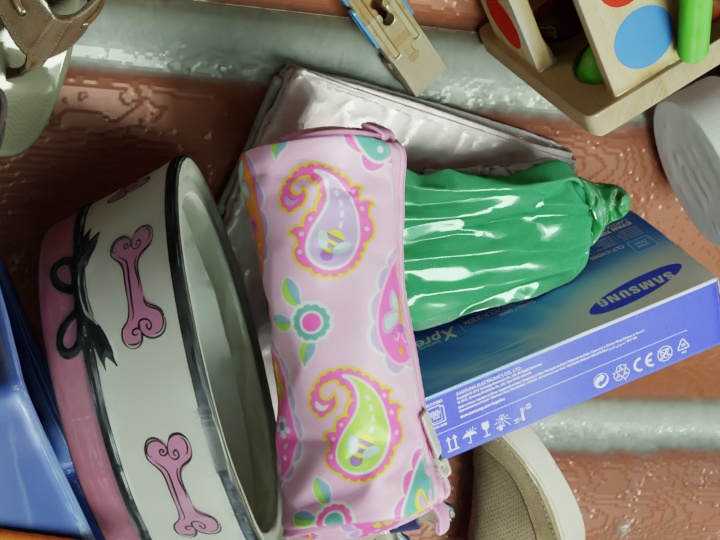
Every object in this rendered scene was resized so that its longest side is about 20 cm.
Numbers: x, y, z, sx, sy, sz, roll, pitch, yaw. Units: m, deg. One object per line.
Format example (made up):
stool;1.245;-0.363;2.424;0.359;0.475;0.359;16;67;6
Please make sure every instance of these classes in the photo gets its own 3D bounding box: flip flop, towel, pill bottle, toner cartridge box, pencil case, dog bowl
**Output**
flip flop;-0.144;-0.144;1.072;0.081;0.058;0.200;18;106;-35
towel;0.000;0.000;1.241;0.191;0.032;0.200;17;108;-31
pill bottle;0.269;-0.093;1.274;0.200;0.110;0.110;-25;125;-12
toner cartridge box;0.082;0.037;1.224;0.200;0.095;0.043;-22;123;-16
pencil case;-0.007;0.031;1.110;0.087;0.087;0.200;-7;88;-23
dog bowl;-0.093;0.050;1.101;0.074;0.200;0.200;-14;124;4

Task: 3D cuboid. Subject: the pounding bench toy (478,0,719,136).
pounding bench toy;0.135;-0.150;1.120;0.124;0.200;0.156;-31;125;-8

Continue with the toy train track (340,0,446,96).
toy train track;-0.017;-0.161;1.147;0.115;0.033;0.200;-45;133;-6

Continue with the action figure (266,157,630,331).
action figure;0.048;-0.016;1.200;0.200;0.055;0.118;-11;110;-16

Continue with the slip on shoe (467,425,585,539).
slip on shoe;0.089;0.162;1.352;0.061;0.076;0.200;-30;133;-17

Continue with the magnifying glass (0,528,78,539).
magnifying glass;-0.184;0.117;0.987;0.200;0.022;0.080;11;116;-16

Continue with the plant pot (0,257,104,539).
plant pot;-0.222;0.109;1.095;0.180;0.200;0.200;-22;123;-6

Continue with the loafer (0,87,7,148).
loafer;-0.205;-0.012;0.999;0.072;0.200;0.063;30;133;-9

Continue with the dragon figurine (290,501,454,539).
dragon figurine;-0.041;0.122;1.271;0.200;0.099;0.059;23;107;-14
